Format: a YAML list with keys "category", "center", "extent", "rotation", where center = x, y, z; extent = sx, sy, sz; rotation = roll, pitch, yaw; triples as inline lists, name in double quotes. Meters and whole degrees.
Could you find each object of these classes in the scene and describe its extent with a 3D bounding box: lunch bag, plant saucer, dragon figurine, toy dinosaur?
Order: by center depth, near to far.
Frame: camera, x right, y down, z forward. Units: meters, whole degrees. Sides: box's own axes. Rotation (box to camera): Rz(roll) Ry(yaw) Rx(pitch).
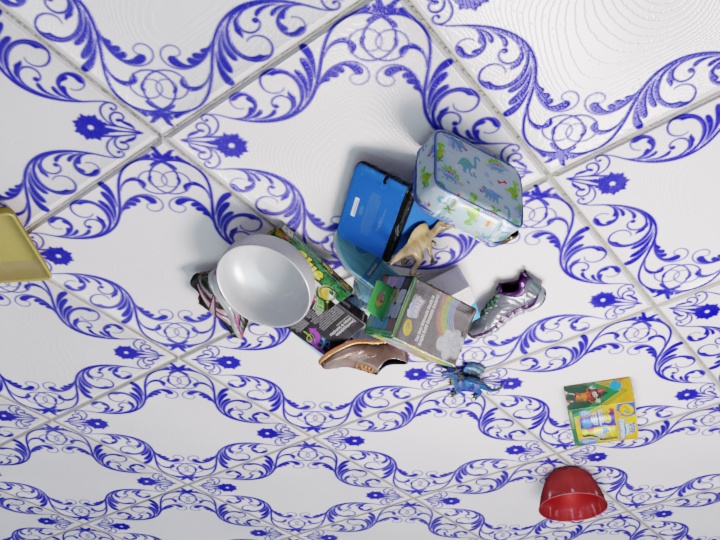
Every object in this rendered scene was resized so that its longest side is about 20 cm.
- category: "lunch bag"
  center: [0.187, -0.144, 1.465]
  extent: [0.198, 0.162, 0.082]
  rotation: [23, 139, -23]
- category: "toy dinosaur"
  center: [0.100, -0.039, 1.603]
  extent: [0.058, 0.199, 0.102]
  rotation: [32, 138, 29]
- category: "plant saucer"
  center: [-0.729, -0.055, 1.669]
  extent: [0.197, 0.049, 0.201]
  rotation: [-4, 142, 5]
- category: "dragon figurine"
  center: [0.270, 0.261, 2.045]
  extent: [0.197, 0.059, 0.100]
  rotation: [10, 141, -9]

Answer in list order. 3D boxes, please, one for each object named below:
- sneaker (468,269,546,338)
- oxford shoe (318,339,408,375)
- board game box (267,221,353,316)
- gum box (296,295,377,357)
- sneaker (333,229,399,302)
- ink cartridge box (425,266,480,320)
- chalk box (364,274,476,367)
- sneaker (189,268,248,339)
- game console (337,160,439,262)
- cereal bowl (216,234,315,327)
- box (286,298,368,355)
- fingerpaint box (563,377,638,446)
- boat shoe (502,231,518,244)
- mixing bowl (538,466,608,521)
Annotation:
- category: "sneaker"
  center: [0.293, 0.067, 1.812]
  extent: [0.199, 0.075, 0.088]
  rotation: [-34, 114, 25]
- category: "oxford shoe"
  center: [0.008, 0.190, 1.836]
  extent: [0.198, 0.074, 0.071]
  rotation: [-13, 157, -9]
- category: "board game box"
  center: [-0.118, 0.000, 1.703]
  extent: [0.200, 0.024, 0.104]
  rotation: [43, 126, -16]
- category: "gum box"
  center: [-0.021, 0.137, 1.904]
  extent: [0.198, 0.045, 0.170]
  rotation: [-22, 135, 26]
- category: "sneaker"
  center: [0.000, 0.000, 1.712]
  extent: [0.200, 0.080, 0.130]
  rotation: [50, 160, -12]
- category: "ink cartridge box"
  center: [0.140, 0.089, 1.776]
  extent: [0.198, 0.067, 0.116]
  rotation: [-27, 139, 0]
- category: "chalk box"
  center: [0.094, 0.085, 1.614]
  extent: [0.199, 0.126, 0.123]
  rotation: [27, 170, -24]
- category: "sneaker"
  center: [-0.298, 0.064, 1.808]
  extent: [0.085, 0.081, 0.201]
  rotation: [1, 135, 18]
- category: "game console"
  center: [0.068, -0.125, 1.585]
  extent: [0.169, 0.119, 0.201]
  rotation: [28, 139, 7]
- category: "cereal bowl"
  center: [-0.177, 0.009, 1.661]
  extent: [0.198, 0.084, 0.202]
  rotation: [9, 129, 12]
- category: "box"
  center: [-0.102, 0.086, 1.806]
  extent: [0.199, 0.036, 0.143]
  rotation: [39, 126, -16]
- category: "fingerpaint box"
  center: [0.612, 0.363, 2.157]
  extent: [0.165, 0.074, 0.201]
  rotation: [-10, 140, 13]
- category: "boat shoe"
  center: [0.225, -0.104, 1.569]
  extent: [0.074, 0.076, 0.201]
  rotation: [-6, 160, 40]
- category: "mixing bowl"
  center: [0.609, 0.640, 2.473]
  extent: [0.197, 0.109, 0.201]
  rotation: [0, 141, 0]
